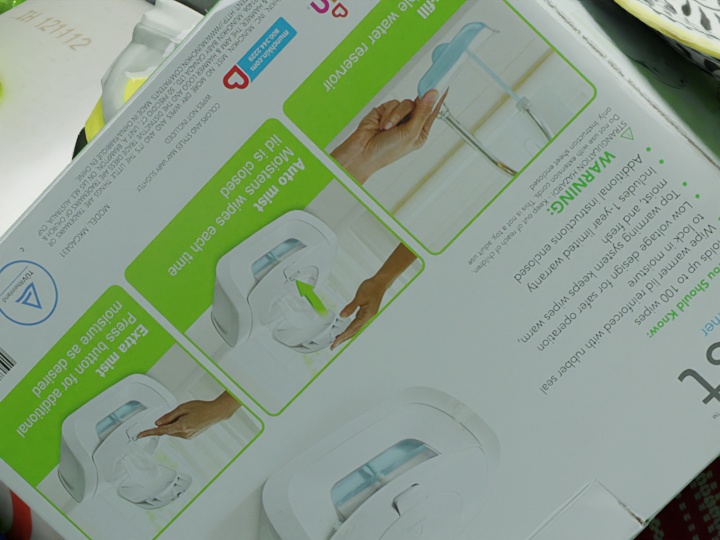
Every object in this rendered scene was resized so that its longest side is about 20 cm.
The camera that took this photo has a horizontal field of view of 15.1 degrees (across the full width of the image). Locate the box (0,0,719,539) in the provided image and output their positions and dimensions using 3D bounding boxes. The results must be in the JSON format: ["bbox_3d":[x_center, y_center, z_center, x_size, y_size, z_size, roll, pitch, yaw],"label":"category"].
[{"bbox_3d":[0.007,0.007,0.733,0.176,0.097,0.200,42,108,-5],"label":"box"}]

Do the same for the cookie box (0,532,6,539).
[{"bbox_3d":[-0.207,0.114,0.873,0.171,0.075,0.200,-41,77,12],"label":"cookie box"}]

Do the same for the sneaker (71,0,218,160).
[{"bbox_3d":[0.000,0.000,0.825,0.200,0.075,0.076,42,95,-5],"label":"sneaker"}]

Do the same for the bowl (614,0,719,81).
[{"bbox_3d":[0.144,-0.107,0.732,0.200,0.094,0.201,-5,58,8],"label":"bowl"}]

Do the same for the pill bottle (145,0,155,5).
[{"bbox_3d":[0.008,-0.133,0.877,0.200,0.112,0.112,-14,77,43],"label":"pill bottle"}]

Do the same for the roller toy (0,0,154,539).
[{"bbox_3d":[-0.094,0.004,0.919,0.183,0.140,0.200,50,154,16],"label":"roller toy"}]

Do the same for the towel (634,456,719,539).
[{"bbox_3d":[0.055,0.096,0.880,0.200,0.022,0.145,-39,60,34],"label":"towel"}]
